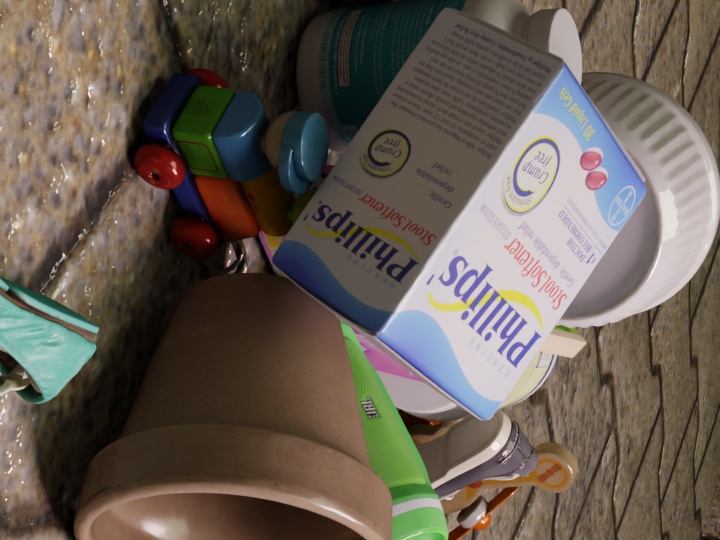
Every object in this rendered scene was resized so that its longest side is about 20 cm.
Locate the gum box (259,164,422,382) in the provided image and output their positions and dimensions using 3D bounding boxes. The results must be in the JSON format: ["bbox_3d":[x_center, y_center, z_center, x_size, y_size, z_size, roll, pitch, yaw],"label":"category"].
[{"bbox_3d":[0.000,0.000,1.082,0.200,0.113,0.066,72,36,-55],"label":"gum box"}]

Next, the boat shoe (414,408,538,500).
[{"bbox_3d":[0.071,0.186,1.247,0.063,0.200,0.073,38,42,-24],"label":"boat shoe"}]

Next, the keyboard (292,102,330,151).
[{"bbox_3d":[-0.020,-0.133,1.129,0.200,0.011,0.057,-54,146,-45],"label":"keyboard"}]

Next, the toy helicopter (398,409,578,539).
[{"bbox_3d":[0.112,0.196,1.322,0.079,0.199,0.133,-48,124,-50],"label":"toy helicopter"}]

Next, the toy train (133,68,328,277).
[{"bbox_3d":[-0.061,-0.039,0.944,0.085,0.115,0.201,-63,151,-31],"label":"toy train"}]

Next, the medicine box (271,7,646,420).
[{"bbox_3d":[0.070,-0.031,0.920,0.201,0.103,0.182,-56,145,-4],"label":"medicine box"}]

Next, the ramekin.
[{"bbox_3d":[0.175,-0.049,1.112,0.105,0.199,0.202,-31,127,-59],"label":"ramekin"}]

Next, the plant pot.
[{"bbox_3d":[-0.077,0.103,0.921,0.201,0.199,0.176,62,25,-54],"label":"plant pot"}]

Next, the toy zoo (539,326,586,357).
[{"bbox_3d":[0.096,-0.011,1.193,0.131,0.200,0.020,15,123,-50],"label":"toy zoo"}]

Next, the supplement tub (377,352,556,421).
[{"bbox_3d":[0.089,0.060,1.285,0.200,0.144,0.146,2,98,-66],"label":"supplement tub"}]

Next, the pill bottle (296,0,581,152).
[{"bbox_3d":[0.060,-0.149,1.052,0.111,0.199,0.112,6,83,-61],"label":"pill bottle"}]

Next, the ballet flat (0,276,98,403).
[{"bbox_3d":[-0.204,0.024,0.719,0.071,0.067,0.200,-59,150,-10],"label":"ballet flat"}]

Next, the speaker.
[{"bbox_3d":[-0.011,0.122,1.024,0.201,0.088,0.088,62,6,30],"label":"speaker"}]

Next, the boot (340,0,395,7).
[{"bbox_3d":[0.054,-0.241,1.073,0.200,0.150,0.074,1,87,-64],"label":"boot"}]
